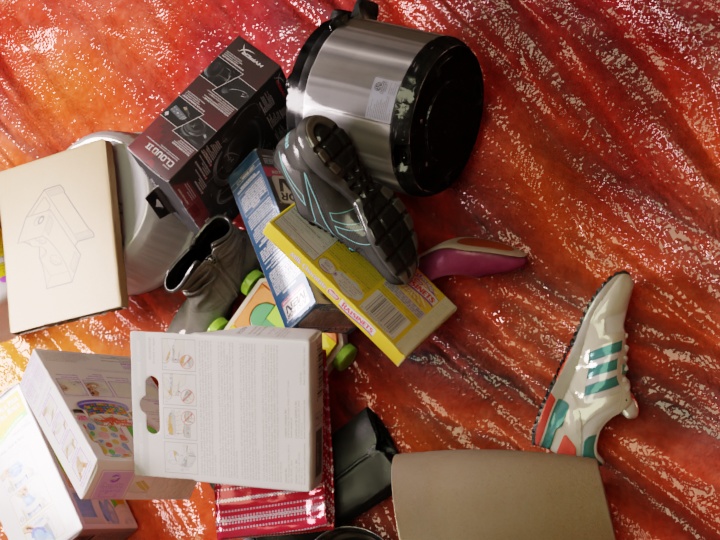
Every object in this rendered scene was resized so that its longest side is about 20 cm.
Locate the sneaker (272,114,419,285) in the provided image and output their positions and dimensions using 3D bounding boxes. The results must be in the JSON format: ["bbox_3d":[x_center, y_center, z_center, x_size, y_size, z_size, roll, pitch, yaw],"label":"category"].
[{"bbox_3d":[-0.014,-0.066,1.452,0.079,0.075,0.201,-27,103,40],"label":"sneaker"}]

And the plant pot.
[{"bbox_3d":[0.149,0.255,1.396,0.198,0.187,0.189,-13,75,9],"label":"plant pot"}]

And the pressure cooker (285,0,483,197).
[{"bbox_3d":[0.013,-0.184,1.516,0.198,0.180,0.177,16,55,29],"label":"pressure cooker"}]

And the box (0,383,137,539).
[{"bbox_3d":[-0.368,0.246,1.666,0.101,0.112,0.201,-37,67,17],"label":"box"}]

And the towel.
[{"bbox_3d":[-0.099,0.186,1.530,0.143,0.022,0.202,-9,76,21],"label":"towel"}]

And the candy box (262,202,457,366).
[{"bbox_3d":[0.000,0.000,1.471,0.200,0.102,0.026,45,137,7],"label":"candy box"}]

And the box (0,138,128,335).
[{"bbox_3d":[-0.352,-0.037,1.653,0.162,0.021,0.202,-14,77,23],"label":"box"}]

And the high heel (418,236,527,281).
[{"bbox_3d":[0.086,0.014,1.528,0.198,0.067,0.097,4,101,27],"label":"high heel"}]

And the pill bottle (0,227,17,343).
[{"bbox_3d":[-0.486,-0.011,1.772,0.104,0.104,0.200,-45,66,12],"label":"pill bottle"}]

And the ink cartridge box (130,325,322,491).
[{"bbox_3d":[-0.138,0.140,1.477,0.198,0.057,0.165,4,101,18],"label":"ink cartridge box"}]

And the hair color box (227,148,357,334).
[{"bbox_3d":[-0.062,-0.032,1.533,0.060,0.099,0.202,-41,60,35],"label":"hair color box"}]

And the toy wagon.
[{"bbox_3d":[-0.078,0.064,1.587,0.155,0.040,0.201,37,92,17],"label":"toy wagon"}]

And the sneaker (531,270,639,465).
[{"bbox_3d":[0.250,0.103,1.430,0.093,0.070,0.201,25,91,9],"label":"sneaker"}]

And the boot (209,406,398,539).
[{"bbox_3d":[-0.063,0.211,1.549,0.199,0.066,0.166,-36,79,21],"label":"boot"}]

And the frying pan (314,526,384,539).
[{"bbox_3d":[-0.040,0.340,1.522,0.188,0.031,0.116,-19,94,17],"label":"frying pan"}]

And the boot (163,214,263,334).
[{"bbox_3d":[-0.190,0.024,1.609,0.068,0.130,0.201,40,99,25],"label":"boot"}]

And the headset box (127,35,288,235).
[{"bbox_3d":[-0.160,-0.137,1.579,0.077,0.149,0.200,38,79,27],"label":"headset box"}]

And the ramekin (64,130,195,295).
[{"bbox_3d":[-0.294,-0.076,1.696,0.200,0.094,0.205,-5,79,25],"label":"ramekin"}]

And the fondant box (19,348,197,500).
[{"bbox_3d":[-0.281,0.173,1.587,0.200,0.143,0.059,47,118,42],"label":"fondant box"}]
